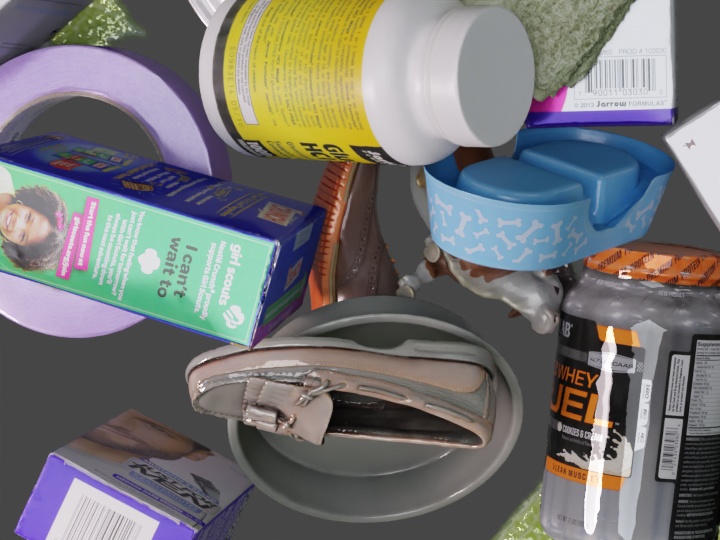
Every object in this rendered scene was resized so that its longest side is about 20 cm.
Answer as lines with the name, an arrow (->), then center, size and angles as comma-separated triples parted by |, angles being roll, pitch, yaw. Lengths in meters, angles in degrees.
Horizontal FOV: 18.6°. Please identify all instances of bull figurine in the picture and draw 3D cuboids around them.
bull figurine -> 0.065, -0.040, 1.482 | 0.065, 0.121, 0.201 | -28, 82, 40

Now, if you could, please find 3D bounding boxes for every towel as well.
towel -> 0.125, -0.223, 1.386 | 0.148, 0.036, 0.200 | 37, 100, 4

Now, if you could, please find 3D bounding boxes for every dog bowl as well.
dog bowl -> 0.121, -0.047, 1.417 | 0.111, 0.200, 0.050 | 22, 115, 34

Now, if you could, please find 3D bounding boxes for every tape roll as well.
tape roll -> -0.192, -0.056, 1.535 | 0.199, 0.066, 0.201 | 1, 96, 8

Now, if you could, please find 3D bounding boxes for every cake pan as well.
cake pan -> 0.009, 0.091, 1.479 | 0.199, 0.037, 0.201 | -3, 133, -3

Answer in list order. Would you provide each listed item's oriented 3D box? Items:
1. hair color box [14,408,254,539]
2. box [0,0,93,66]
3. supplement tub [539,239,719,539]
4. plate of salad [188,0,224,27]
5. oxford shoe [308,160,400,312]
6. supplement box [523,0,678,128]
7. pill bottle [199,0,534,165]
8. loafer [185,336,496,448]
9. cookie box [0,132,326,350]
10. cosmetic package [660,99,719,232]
hair color box -> -0.146, 0.155, 1.477 | 0.109, 0.200, 0.065 | 27, 97, 5
box -> -0.221, -0.192, 1.481 | 0.200, 0.156, 0.041 | -40, 86, 10
supplement tub -> 0.187, 0.083, 1.461 | 0.122, 0.123, 0.201 | 6, 95, 8
plate of salad -> -0.029, -0.231, 1.500 | 0.199, 0.048, 0.201 | 0, 87, 2
oxford shoe -> 0.000, 0.000, 1.518 | 0.072, 0.071, 0.201 | 6, 101, -11
supplement box -> 0.158, -0.197, 1.451 | 0.101, 0.103, 0.201 | 0, 96, 9
pill bottle -> 0.004, -0.123, 1.380 | 0.199, 0.112, 0.113 | 5, 97, 39
loafer -> -0.011, 0.082, 1.393 | 0.199, 0.072, 0.063 | -1, 59, -6
cookie box -> -0.137, -0.023, 1.411 | 0.199, 0.171, 0.076 | 16, 100, 7
cosmetic package -> 0.268, -0.016, 1.426 | 0.052, 0.151, 0.201 | -32, 90, 10
